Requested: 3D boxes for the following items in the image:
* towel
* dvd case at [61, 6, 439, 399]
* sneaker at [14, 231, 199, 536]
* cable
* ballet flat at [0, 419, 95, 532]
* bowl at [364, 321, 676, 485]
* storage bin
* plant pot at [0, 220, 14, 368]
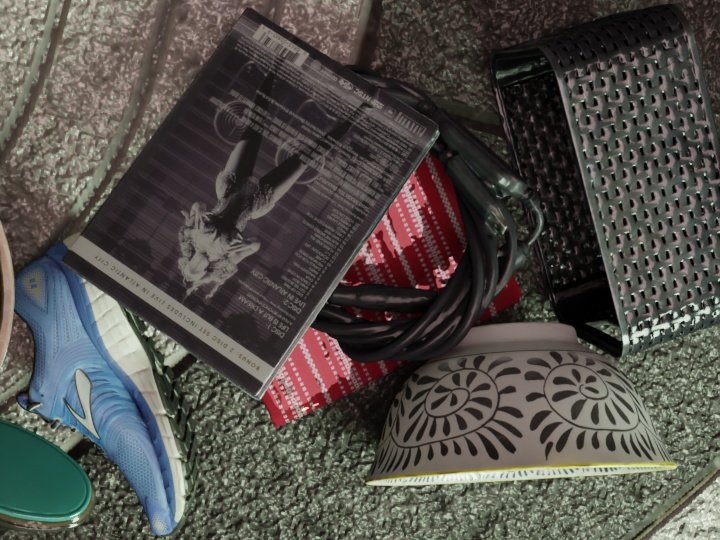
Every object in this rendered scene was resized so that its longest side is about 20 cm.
[{"bbox_3d":[0.000,0.000,0.813,0.199,0.022,0.146,-27,101,-6],"label":"towel"},{"bbox_3d":[-0.066,-0.045,0.731,0.148,0.016,0.201,33,79,10],"label":"dvd case"},{"bbox_3d":[-0.168,0.081,0.772,0.088,0.079,0.202,-25,93,1],"label":"sneaker"},{"bbox_3d":[0.006,-0.039,0.767,0.200,0.051,0.163,41,90,8],"label":"cable"},{"bbox_3d":[-0.264,0.121,0.759,0.198,0.069,0.068,24,49,-4],"label":"ballet flat"},{"bbox_3d":[0.099,0.087,0.773,0.198,0.201,0.095,-1,79,-11],"label":"bowl"},{"bbox_3d":[0.166,-0.059,0.777,0.093,0.135,0.202,-17,101,-7],"label":"storage bin"},{"bbox_3d":[-0.286,-0.004,0.668,0.198,0.198,0.203,-2,99,-11],"label":"plant pot"}]
